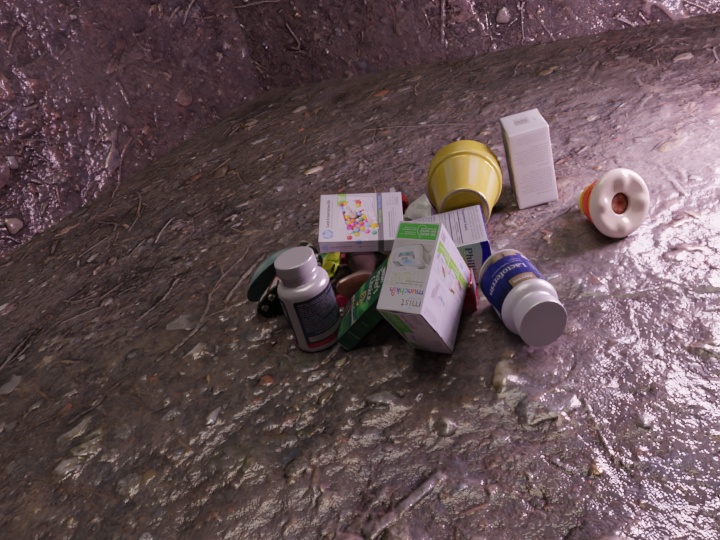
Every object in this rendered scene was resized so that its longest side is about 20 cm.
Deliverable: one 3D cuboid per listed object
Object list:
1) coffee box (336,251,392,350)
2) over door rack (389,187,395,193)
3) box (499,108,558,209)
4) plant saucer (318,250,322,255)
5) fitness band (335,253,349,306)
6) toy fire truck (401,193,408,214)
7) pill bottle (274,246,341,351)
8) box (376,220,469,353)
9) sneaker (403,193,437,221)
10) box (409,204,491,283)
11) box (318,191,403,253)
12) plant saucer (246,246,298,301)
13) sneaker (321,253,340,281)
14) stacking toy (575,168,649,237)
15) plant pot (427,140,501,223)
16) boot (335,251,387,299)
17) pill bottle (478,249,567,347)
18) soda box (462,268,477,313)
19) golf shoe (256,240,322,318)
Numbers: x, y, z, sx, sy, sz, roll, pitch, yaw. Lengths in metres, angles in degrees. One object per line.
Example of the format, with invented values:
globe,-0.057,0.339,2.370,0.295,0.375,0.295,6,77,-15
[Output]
coffee box,0.026,0.061,1.281,0.200,0.043,0.125,-48,17,33
over door rack,0.035,-0.148,1.610,0.143,0.201,0.068,-16,64,4
box,0.441,-0.294,1.606,0.103,0.205,0.154,-13,28,11
plant saucer,-0.149,0.011,1.510,0.197,0.070,0.019,-36,69,5
fitness band,-0.052,0.021,1.526,0.139,0.038,0.202,-11,31,14
toy fire truck,0.046,-0.192,1.822,0.193,0.050,0.142,-15,28,7
pill bottle,-0.114,0.060,1.320,0.116,0.205,0.121,-12,29,7
box,0.127,0.036,1.158,0.094,0.200,0.182,5,68,29
sneaker,0.166,-0.133,1.649,0.098,0.076,0.201,-29,23,10
box,0.202,-0.048,1.423,0.193,0.107,0.186,-13,30,12
box,0.002,-0.112,1.410,0.192,0.042,0.159,-2,49,2
plant saucer,-0.206,-0.002,1.511,0.198,0.202,0.039,-33,74,-24
sneaker,-0.122,0.020,1.451,0.083,0.074,0.202,34,83,32
stacking toy,0.555,-0.158,1.420,0.142,0.150,0.200,-21,10,-6
plant pot,0.264,-0.196,1.553,0.194,0.205,0.191,-9,35,16
boot,0.000,0.000,1.444,0.195,0.072,0.147,2,34,-35
pill bottle,0.310,0.051,1.177,0.112,0.119,0.201,-18,29,-2
soda box,0.151,0.054,1.311,0.193,0.071,0.064,-8,34,19
golf shoe,-0.166,0.023,1.407,0.200,0.077,0.088,-47,37,7
